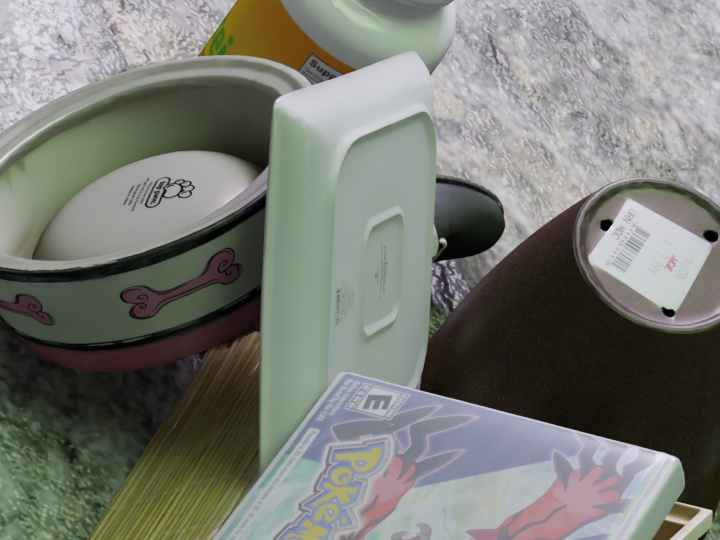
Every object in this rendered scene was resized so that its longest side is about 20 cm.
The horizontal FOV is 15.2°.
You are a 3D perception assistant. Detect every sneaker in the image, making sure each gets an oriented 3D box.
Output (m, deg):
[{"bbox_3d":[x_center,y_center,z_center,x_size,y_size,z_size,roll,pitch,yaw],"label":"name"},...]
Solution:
[{"bbox_3d":[0.000,0.000,1.487,0.199,0.074,0.089,-5,56,-29],"label":"sneaker"}]

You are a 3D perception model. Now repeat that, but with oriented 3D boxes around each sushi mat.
[{"bbox_3d":[-0.071,0.086,1.336,0.012,0.095,0.200,60,34,-21],"label":"sushi mat"}]

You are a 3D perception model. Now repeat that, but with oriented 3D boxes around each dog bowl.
[{"bbox_3d":[-0.105,-0.026,1.348,0.200,0.199,0.074,-61,141,-50],"label":"dog bowl"}]

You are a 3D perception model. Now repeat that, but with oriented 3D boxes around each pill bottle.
[{"bbox_3d":[-0.016,-0.127,1.488,0.111,0.200,0.111,22,42,-21],"label":"pill bottle"}]

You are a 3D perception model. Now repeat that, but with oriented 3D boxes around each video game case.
[{"bbox_3d":[0.017,0.133,1.170,0.182,0.023,0.200,13,47,31],"label":"video game case"}]

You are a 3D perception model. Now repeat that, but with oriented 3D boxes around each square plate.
[{"bbox_3d":[-0.001,0.002,1.331,0.028,0.201,0.198,6,13,19],"label":"square plate"}]

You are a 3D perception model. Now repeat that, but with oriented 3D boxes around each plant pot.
[{"bbox_3d":[0.127,0.046,1.398,0.186,0.200,0.188,6,55,-9],"label":"plant pot"}]

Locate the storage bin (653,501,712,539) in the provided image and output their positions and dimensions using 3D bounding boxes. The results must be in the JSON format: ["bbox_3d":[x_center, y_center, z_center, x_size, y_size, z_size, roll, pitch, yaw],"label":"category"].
[{"bbox_3d":[0.031,0.171,1.259,0.198,0.094,0.200,13,29,30],"label":"storage bin"}]
